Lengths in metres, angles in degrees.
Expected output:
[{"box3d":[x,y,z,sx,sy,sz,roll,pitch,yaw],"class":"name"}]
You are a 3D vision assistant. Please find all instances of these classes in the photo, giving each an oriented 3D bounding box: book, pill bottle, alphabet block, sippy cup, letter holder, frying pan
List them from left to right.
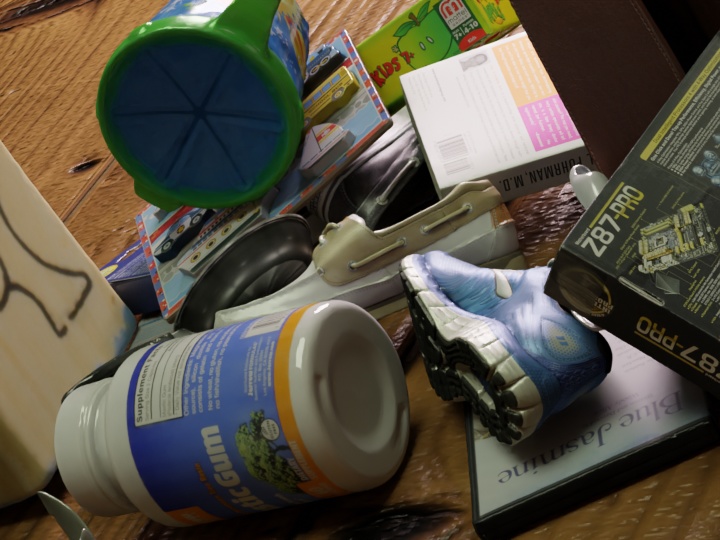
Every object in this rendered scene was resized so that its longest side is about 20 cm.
[{"box3d":[-0.302,0.043,1.803,0.196,0.200,0.196,-22,25,30],"class":"alphabet block"},{"box3d":[-0.095,0.024,1.680,0.031,0.115,0.190,43,41,23],"class":"frying pan"},{"box3d":[-0.092,-0.131,1.775,0.177,0.140,0.131,-20,27,25],"class":"sippy cup"},{"box3d":[-0.080,0.090,1.587,0.199,0.112,0.112,-15,29,32],"class":"pill bottle"},{"box3d":[0.134,-0.108,1.731,0.199,0.048,0.134,-16,37,0],"class":"book"},{"box3d":[0.199,-0.123,1.562,0.142,0.201,0.101,-7,34,41],"class":"letter holder"}]

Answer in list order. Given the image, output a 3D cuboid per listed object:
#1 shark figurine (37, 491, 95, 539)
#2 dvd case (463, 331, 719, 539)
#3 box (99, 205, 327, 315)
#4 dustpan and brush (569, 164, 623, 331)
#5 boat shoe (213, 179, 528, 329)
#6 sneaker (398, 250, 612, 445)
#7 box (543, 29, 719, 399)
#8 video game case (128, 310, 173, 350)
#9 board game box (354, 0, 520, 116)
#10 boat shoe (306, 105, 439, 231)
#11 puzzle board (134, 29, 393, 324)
[{"box3d":[-0.150,0.180,1.520,0.127,0.090,0.215,-13,18,11],"class":"shark figurine"},{"box3d":[0.124,0.066,1.513,0.142,0.018,0.200,-25,26,12],"class":"dvd case"},{"box3d":[-0.095,-0.017,1.867,0.199,0.033,0.121,-11,21,44],"class":"box"},{"box3d":[0.160,-0.014,1.511,0.139,0.057,0.200,-2,41,-19],"class":"dustpan and brush"},{"box3d":[0.000,0.000,1.659,0.199,0.069,0.075,-17,0,-6],"class":"boat shoe"},{"box3d":[0.084,0.035,1.527,0.089,0.079,0.200,-21,26,-13],"class":"sneaker"},{"box3d":[0.213,-0.023,1.430,0.200,0.161,0.049,-52,-11,-36],"class":"box"},{"box3d":[-0.102,0.066,1.771,0.142,0.018,0.200,-20,27,21],"class":"video game case"},{"box3d":[0.017,-0.137,1.890,0.200,0.048,0.102,-35,-2,22],"class":"board game box"},{"box3d":[0.052,-0.079,1.815,0.068,0.072,0.200,33,45,26],"class":"boat shoe"},{"box3d":[-0.070,-0.067,1.803,0.200,0.017,0.151,-42,28,10],"class":"puzzle board"}]
